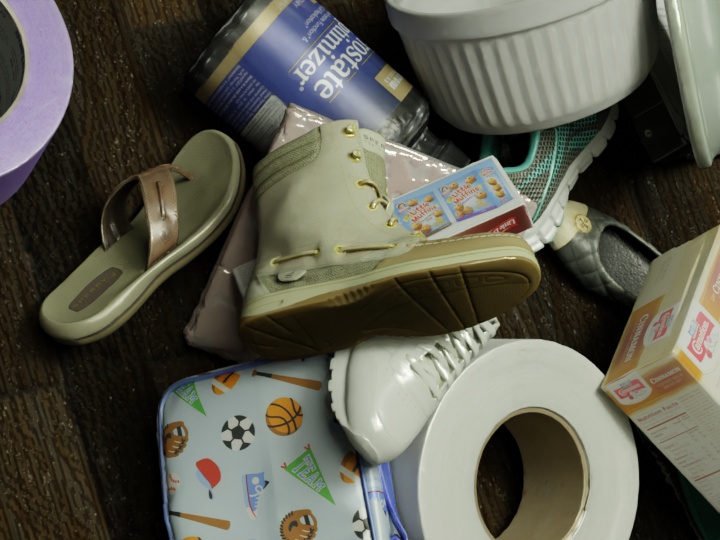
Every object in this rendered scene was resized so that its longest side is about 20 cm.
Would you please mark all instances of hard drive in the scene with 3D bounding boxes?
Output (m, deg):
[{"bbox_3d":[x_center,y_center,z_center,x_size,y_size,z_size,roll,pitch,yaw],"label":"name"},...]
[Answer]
[{"bbox_3d":[0.237,-0.185,1.676,0.140,0.038,0.200,-7,70,-55],"label":"hard drive"}]

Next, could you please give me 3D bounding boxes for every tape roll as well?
[{"bbox_3d":[0.100,0.148,1.461,0.202,0.071,0.203,2,87,-36],"label":"tape roll"},{"bbox_3d":[-0.303,-0.133,1.429,0.200,0.085,0.200,9,67,-21],"label":"tape roll"}]

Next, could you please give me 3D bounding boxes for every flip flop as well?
[{"bbox_3d":[-0.154,-0.031,1.452,0.200,0.081,0.058,-47,130,-25],"label":"flip flop"}]

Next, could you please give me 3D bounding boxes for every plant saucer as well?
[{"bbox_3d":[0.255,-0.177,1.535,0.050,0.200,0.201,-10,70,12],"label":"plant saucer"}]

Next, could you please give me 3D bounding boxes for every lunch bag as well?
[{"bbox_3d":[-0.048,0.156,1.390,0.160,0.076,0.200,-14,75,13],"label":"lunch bag"}]

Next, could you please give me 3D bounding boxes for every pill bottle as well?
[{"bbox_3d":[-0.022,-0.114,1.526,0.200,0.112,0.112,40,60,-4],"label":"pill bottle"}]

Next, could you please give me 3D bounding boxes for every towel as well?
[{"bbox_3d":[0.000,0.000,1.480,0.200,0.032,0.191,21,102,-14],"label":"towel"}]

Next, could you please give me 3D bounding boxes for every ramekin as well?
[{"bbox_3d":[0.126,-0.180,1.533,0.200,0.200,0.105,-33,118,-30],"label":"ramekin"}]

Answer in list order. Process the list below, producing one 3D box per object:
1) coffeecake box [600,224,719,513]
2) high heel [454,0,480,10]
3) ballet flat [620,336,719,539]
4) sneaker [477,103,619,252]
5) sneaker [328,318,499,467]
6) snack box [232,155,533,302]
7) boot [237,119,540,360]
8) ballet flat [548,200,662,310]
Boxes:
[{"bbox_3d":[0.282,0.093,1.519,0.200,0.073,0.154,46,41,-14],"label":"coffeecake box"},{"bbox_3d":[0.116,-0.238,1.660,0.200,0.067,0.096,-23,82,-29],"label":"high heel"},{"bbox_3d":[0.255,0.129,1.587,0.072,0.072,0.200,-16,79,-28],"label":"ballet flat"},{"bbox_3d":[0.138,-0.109,1.594,0.091,0.077,0.200,59,45,-45],"label":"sneaker"},{"bbox_3d":[0.043,0.049,1.380,0.076,0.080,0.200,57,36,-25],"label":"sneaker"},{"bbox_3d":[0.014,-0.015,1.422,0.200,0.072,0.024,-24,124,-2],"label":"snack box"},{"bbox_3d":[0.017,-0.031,1.359,0.200,0.072,0.155,-13,51,17],"label":"boot"},{"bbox_3d":[0.227,0.006,1.617,0.200,0.057,0.067,35,60,-7],"label":"ballet flat"}]
